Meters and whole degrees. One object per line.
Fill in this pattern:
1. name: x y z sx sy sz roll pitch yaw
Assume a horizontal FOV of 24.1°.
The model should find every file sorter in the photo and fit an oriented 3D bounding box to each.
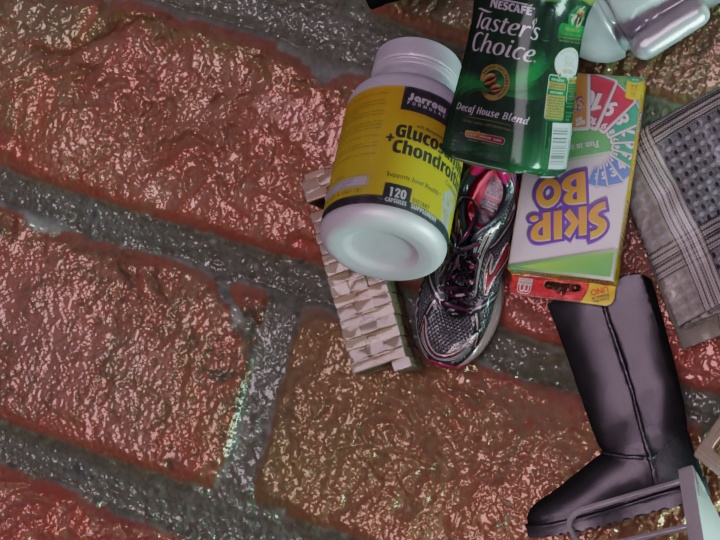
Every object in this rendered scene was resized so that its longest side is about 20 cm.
1. file sorter: 0.244 0.290 1.361 0.124 0.139 0.201 -18 41 18

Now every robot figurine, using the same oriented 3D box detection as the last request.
1. robot figurine: 0.239 -0.255 1.461 0.199 0.113 0.170 -29 48 11

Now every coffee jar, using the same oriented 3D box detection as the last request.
1. coffee jar: 0.135 -0.183 1.401 0.104 0.085 0.201 16 101 36

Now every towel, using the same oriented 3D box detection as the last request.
1. towel: 0.317 -0.052 1.435 0.192 0.034 0.201 -27 79 32

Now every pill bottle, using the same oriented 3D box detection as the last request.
1. pill bottle: 0.035 -0.101 1.479 0.111 0.112 0.201 3 60 15

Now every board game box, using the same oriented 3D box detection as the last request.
1. board game box: 0.187 -0.073 1.469 0.095 0.030 0.201 6 82 19

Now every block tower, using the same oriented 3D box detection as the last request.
1. block tower: 0.000 0.000 1.536 0.057 0.054 0.201 -19 81 13

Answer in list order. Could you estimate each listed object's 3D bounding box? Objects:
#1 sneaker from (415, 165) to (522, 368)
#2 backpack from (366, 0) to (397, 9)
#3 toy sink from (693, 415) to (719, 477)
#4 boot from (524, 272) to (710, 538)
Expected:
1. sneaker: 0.092 -0.012 1.502 0.080 0.075 0.201 14 90 15
2. backpack: 0.096 -0.330 1.478 0.199 0.154 0.164 0 56 13
3. toy sink: 0.390 0.115 1.369 0.201 0.112 0.130 -55 46 6
4. boot: 0.199 0.118 1.467 0.164 0.066 0.201 -16 85 5
